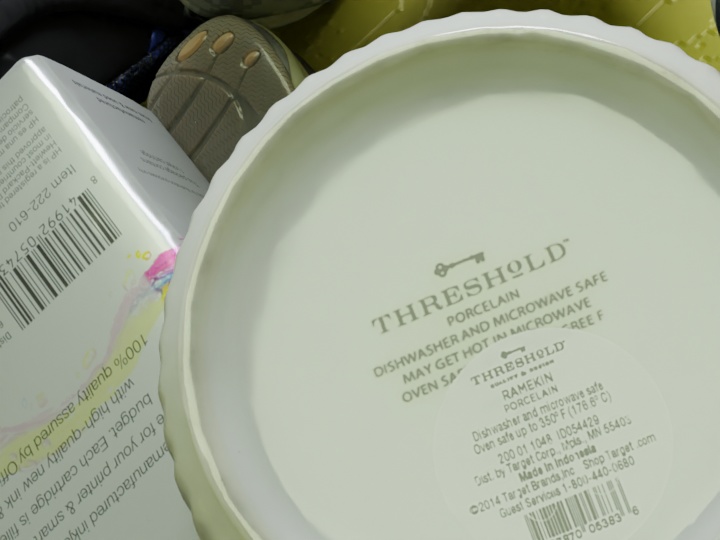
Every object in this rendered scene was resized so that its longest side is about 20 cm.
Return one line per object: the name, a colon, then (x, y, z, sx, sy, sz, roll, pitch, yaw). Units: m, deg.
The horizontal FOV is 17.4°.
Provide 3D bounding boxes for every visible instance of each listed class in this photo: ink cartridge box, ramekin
ink cartridge box: (-0.081, 0.056, 0.748, 0.145, 0.085, 0.200, -44, 65, 11)
ramekin: (0.041, 0.027, 0.613, 0.199, 0.105, 0.201, -3, 74, 9)

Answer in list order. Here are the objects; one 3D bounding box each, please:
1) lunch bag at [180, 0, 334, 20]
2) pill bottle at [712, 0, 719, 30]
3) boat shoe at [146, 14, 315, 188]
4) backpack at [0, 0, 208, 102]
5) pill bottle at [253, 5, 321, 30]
lunch bag: (0.014, -0.185, 0.787, 0.199, 0.168, 0.140, -16, 76, -19)
pill bottle: (0.178, -0.077, 0.743, 0.119, 0.120, 0.200, -23, 49, 8)
boat shoe: (0.000, 0.000, 0.807, 0.074, 0.073, 0.200, -33, 70, 25)
backpack: (-0.181, -0.076, 0.857, 0.163, 0.168, 0.200, 48, 57, 3)
pill bottle: (-0.099, -0.178, 0.965, 0.200, 0.120, 0.120, 22, 67, 36)
